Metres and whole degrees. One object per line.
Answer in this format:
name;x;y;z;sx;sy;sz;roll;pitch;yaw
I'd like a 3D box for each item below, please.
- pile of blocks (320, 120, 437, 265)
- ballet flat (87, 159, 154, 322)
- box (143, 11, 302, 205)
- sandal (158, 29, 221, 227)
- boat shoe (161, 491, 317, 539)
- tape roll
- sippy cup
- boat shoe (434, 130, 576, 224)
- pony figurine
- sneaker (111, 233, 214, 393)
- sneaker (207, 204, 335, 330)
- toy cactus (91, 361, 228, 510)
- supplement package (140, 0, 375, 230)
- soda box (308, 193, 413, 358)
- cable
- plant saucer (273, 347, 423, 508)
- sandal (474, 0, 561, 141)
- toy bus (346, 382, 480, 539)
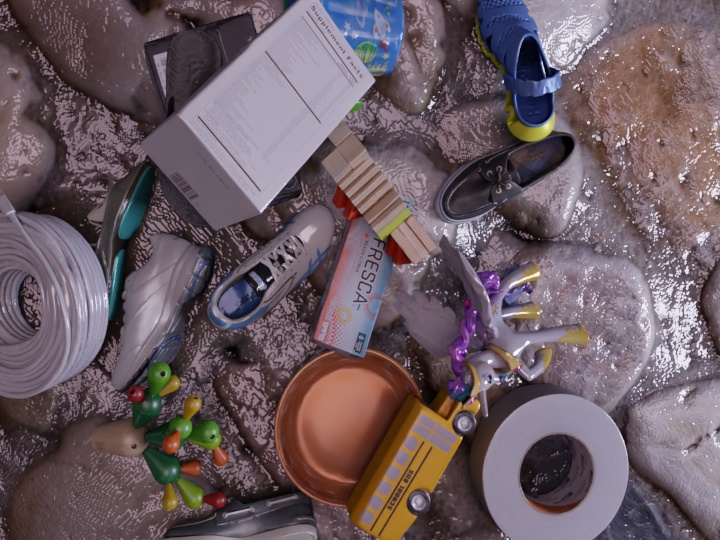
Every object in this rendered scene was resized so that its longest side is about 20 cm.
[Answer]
pile of blocks;0.008;-0.076;0.765;0.062;0.082;0.201;-39;119;2
ballet flat;-0.301;-0.038;0.812;0.062;0.067;0.206;15;91;0
box;-0.155;-0.167;0.799;0.129;0.115;0.205;-17;94;-4
sandal;-0.178;-0.148;0.715;0.073;0.048;0.207;-3;93;-6
boat shoe;-0.152;0.320;0.863;0.194;0.074;0.063;-6;51;0
tape roll;0.244;0.255;0.896;0.194;0.066;0.207;0;93;-6
sippy cup;-0.020;-0.288;0.808;0.127;0.140;0.182;2;117;-17
boat shoe;0.184;-0.124;0.872;0.197;0.057;0.070;-30;96;-5
pony figurine;0.152;0.061;0.830;0.196;0.168;0.195;-20;65;-30
sneaker;-0.252;0.050;0.830;0.085;0.075;0.204;26;87;9
sneaker;-0.104;-0.001;0.836;0.200;0.072;0.072;-44;96;-4
toy cactus;-0.245;0.207;0.815;0.160;0.103;0.204;-4;123;14
supplement package;-0.096;-0.155;0.673;0.114;0.108;0.201;49;60;-21
soda box;0.000;0.000;0.835;0.067;0.064;0.205;20;80;-7
cable;-0.378;0.037;0.776;0.199;0.069;0.202;39;106;12
plant saucer;-0.013;0.197;0.875;0.194;0.037;0.207;0;93;-8
sandal;0.198;-0.268;0.839;0.078;0.087;0.205;-18;77;-4
toy bus;0.066;0.225;0.837;0.077;0.065;0.203;30;89;-6
